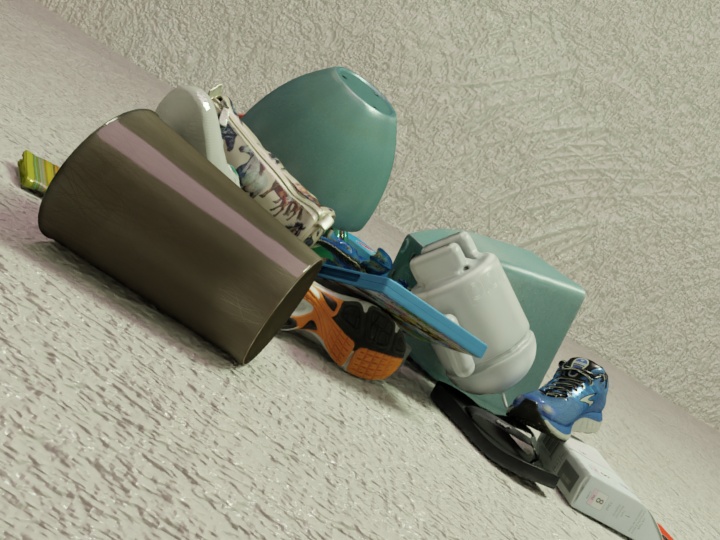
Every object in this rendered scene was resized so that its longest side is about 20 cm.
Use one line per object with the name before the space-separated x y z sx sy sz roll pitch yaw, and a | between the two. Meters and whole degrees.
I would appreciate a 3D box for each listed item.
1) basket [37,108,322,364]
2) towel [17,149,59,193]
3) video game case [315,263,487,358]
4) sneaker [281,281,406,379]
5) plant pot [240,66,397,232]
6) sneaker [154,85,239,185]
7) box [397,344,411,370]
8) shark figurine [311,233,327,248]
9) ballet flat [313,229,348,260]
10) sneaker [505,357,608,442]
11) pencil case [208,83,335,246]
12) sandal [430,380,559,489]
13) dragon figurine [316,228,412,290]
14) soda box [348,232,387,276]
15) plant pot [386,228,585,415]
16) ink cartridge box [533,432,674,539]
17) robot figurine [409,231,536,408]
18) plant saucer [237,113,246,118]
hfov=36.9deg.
basket | -0.143 -0.024 0.916 0.200 0.136 0.180 37 14 6
towel | -0.257 -0.057 1.103 0.199 0.018 0.086 30 13 -27
video game case | 0.027 0.038 1.146 0.143 0.018 0.200 35 -10 -28
sneaker | -0.041 0.044 1.130 0.199 0.076 0.092 31 3 -22
plant pot | -0.033 -0.163 1.298 0.200 0.135 0.200 35 22 -16
sneaker | -0.149 -0.092 1.043 0.075 0.201 0.088 22 38 27
box | -0.034 0.041 1.321 0.144 0.036 0.200 29 7 -28
shark figurine | -0.146 -0.063 1.287 0.128 0.090 0.214 14 12 37
ballet flat | -0.039 -0.010 1.475 0.070 0.068 0.200 -1 -22 8
sneaker | 0.235 0.142 1.256 0.078 0.090 0.200 22 11 30
pencil case | -0.110 -0.095 1.123 0.078 0.090 0.200 -35 77 -34
sandal | 0.145 0.170 1.182 0.076 0.043 0.200 26 9 -41
dragon figurine | 0.000 0.000 1.259 0.099 0.059 0.200 22 -14 22
soda box | 0.011 0.005 1.646 0.068 0.064 0.200 26 10 -44
plant pot | 0.135 0.049 1.409 0.199 0.197 0.196 23 10 -20
ink cartridge box | 0.307 0.264 1.241 0.199 0.057 0.163 26 8 -11
robot figurine | 0.131 0.059 1.243 0.201 0.112 0.170 63 33 -10
plant saucer | -0.122 -0.105 1.266 0.200 0.037 0.200 45 21 10
